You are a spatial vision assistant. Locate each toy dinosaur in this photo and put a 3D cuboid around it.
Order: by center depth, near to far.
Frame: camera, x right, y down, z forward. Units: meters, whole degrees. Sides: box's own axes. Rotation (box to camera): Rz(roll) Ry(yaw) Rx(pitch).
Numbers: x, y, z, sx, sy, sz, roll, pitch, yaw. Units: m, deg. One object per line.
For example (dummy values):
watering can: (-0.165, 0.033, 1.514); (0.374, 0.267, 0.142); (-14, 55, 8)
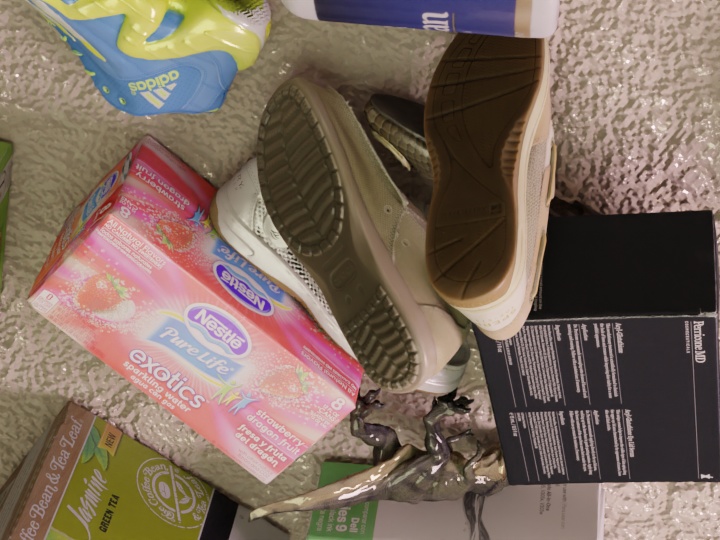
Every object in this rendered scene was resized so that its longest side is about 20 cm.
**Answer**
toy dinosaur: (0.027, 0.118, 1.217); (0.199, 0.047, 0.089); (-5, 119, -22)

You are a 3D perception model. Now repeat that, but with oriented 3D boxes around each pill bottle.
pill bottle: (0.013, -0.190, 1.028); (0.199, 0.111, 0.112); (6, 124, 6)

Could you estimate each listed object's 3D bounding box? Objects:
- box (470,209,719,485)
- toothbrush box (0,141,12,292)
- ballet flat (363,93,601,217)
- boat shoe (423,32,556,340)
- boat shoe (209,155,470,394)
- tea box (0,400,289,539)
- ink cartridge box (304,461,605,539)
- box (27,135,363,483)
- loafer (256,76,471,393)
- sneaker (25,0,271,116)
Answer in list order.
box: (0.150, 0.053, 1.145); (0.140, 0.079, 0.200); (0, 146, 12)
toothbrush box: (-0.288, 0.021, 1.161); (0.085, 0.200, 0.146); (12, 125, 0)
ballet flat: (0.082, -0.043, 1.143); (0.199, 0.068, 0.046); (30, 114, -18)
boat shoe: (0.079, -0.058, 1.071); (0.072, 0.201, 0.065); (-8, 149, 23)
boat shoe: (0.000, 0.000, 1.179); (0.200, 0.071, 0.069); (38, 121, -13)
tea box: (-0.175, 0.235, 1.283); (0.196, 0.200, 0.134); (32, 123, -13)
ink cartridge box: (0.067, 0.217, 1.302); (0.198, 0.084, 0.147); (2, 124, 7)
box: (-0.098, 0.026, 1.193); (0.200, 0.103, 0.095); (39, 121, -15)
loafer: (0.002, -0.023, 1.117); (0.076, 0.068, 0.201); (-34, 76, 43)
sneaker: (-0.157, -0.144, 1.107); (0.199, 0.076, 0.105); (19, 125, -5)
